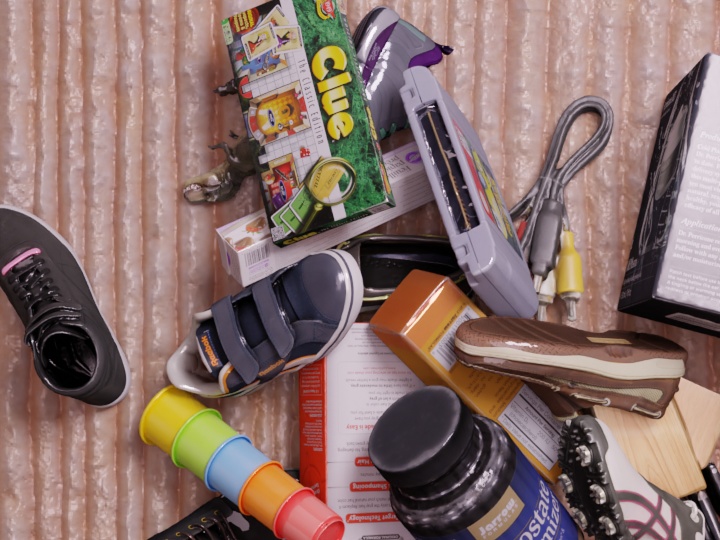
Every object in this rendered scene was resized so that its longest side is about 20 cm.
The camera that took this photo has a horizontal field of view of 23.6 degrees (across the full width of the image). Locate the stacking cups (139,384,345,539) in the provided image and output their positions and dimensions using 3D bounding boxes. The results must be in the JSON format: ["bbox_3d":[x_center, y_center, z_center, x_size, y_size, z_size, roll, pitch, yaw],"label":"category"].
[{"bbox_3d":[-0.092,0.165,1.414,0.199,0.060,0.061,31,86,29],"label":"stacking cups"}]

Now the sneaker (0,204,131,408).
[{"bbox_3d":[-0.262,0.025,1.446,0.070,0.099,0.201,-33,85,-1],"label":"sneaker"}]

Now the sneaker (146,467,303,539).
[{"bbox_3d":[-0.120,0.231,1.427,0.199,0.106,0.075,-30,87,-3],"label":"sneaker"}]

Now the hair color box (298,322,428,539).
[{"bbox_3d":[0.003,0.144,1.440,0.101,0.061,0.202,2,85,-25],"label":"hair color box"}]

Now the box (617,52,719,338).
[{"bbox_3d":[0.299,-0.052,1.402,0.123,0.200,0.198,15,86,2],"label":"box"}]

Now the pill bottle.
[{"bbox_3d":[0.092,0.188,1.385,0.112,0.112,0.200,-41,123,-3],"label":"pill bottle"}]

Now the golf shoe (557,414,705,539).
[{"bbox_3d":[0.223,0.195,1.388,0.088,0.077,0.201,-29,105,-18],"label":"golf shoe"}]

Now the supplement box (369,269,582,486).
[{"bbox_3d":[0.101,0.089,1.421,0.069,0.066,0.200,-48,113,-13],"label":"supplement box"}]

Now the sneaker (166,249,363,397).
[{"bbox_3d":[-0.081,0.051,1.398,0.200,0.079,0.079,-40,64,39],"label":"sneaker"}]

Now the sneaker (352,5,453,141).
[{"bbox_3d":[0.007,-0.121,1.474,0.087,0.074,0.201,26,91,-11],"label":"sneaker"}]

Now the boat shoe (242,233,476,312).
[{"bbox_3d":[0.000,0.000,1.456,0.200,0.061,0.072,0,53,-4],"label":"boat shoe"}]

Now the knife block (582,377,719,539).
[{"bbox_3d":[0.232,0.168,1.454,0.199,0.064,0.176,24,86,1],"label":"knife block"}]

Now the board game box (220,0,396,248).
[{"bbox_3d":[-0.044,-0.129,1.395,0.104,0.023,0.201,-19,73,14],"label":"board game box"}]

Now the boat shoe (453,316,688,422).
[{"bbox_3d":[0.166,0.087,1.374,0.201,0.075,0.075,7,105,-18],"label":"boat shoe"}]

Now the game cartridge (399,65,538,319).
[{"bbox_3d":[0.091,-0.058,1.417,0.041,0.133,0.201,-22,61,9],"label":"game cartridge"}]

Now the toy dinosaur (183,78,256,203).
[{"bbox_3d":[-0.082,-0.135,1.463,0.200,0.047,0.089,-35,75,32],"label":"toy dinosaur"}]

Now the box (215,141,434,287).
[{"bbox_3d":[-0.025,-0.048,1.440,0.199,0.042,0.039,-26,45,-21],"label":"box"}]

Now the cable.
[{"bbox_3d":[0.160,-0.056,1.494,0.096,0.050,0.201,11,73,17],"label":"cable"}]
